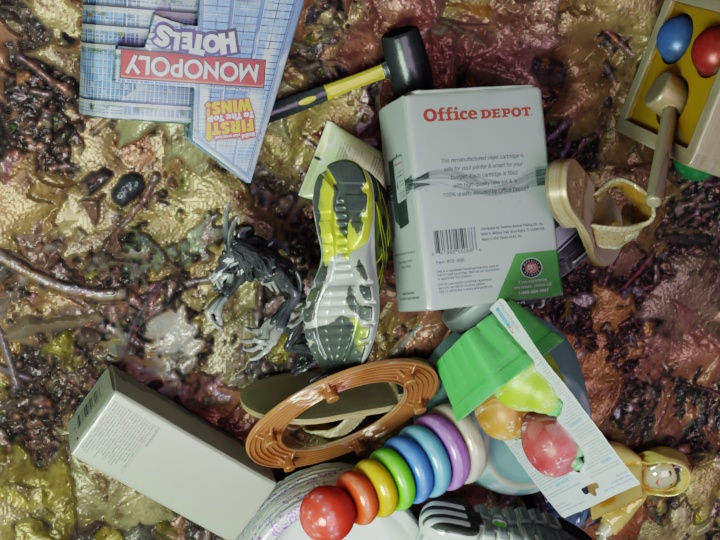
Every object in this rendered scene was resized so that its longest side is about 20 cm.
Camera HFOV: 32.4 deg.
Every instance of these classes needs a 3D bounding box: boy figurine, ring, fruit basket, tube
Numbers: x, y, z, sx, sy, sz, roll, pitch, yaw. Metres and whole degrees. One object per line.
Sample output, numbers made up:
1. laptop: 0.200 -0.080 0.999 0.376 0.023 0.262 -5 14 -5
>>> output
1. boy figurine: 0.280 0.251 1.400 0.198 0.064 0.126 -12 110 -11
2. ring: -0.015 0.145 1.195 0.198 0.019 0.201 -20 153 -10
3. fruit basket: 0.166 0.131 1.157 0.094 0.185 0.200 -39 82 -23
4. tube: 0.041 -0.076 1.226 0.198 0.059 0.052 21 141 -19

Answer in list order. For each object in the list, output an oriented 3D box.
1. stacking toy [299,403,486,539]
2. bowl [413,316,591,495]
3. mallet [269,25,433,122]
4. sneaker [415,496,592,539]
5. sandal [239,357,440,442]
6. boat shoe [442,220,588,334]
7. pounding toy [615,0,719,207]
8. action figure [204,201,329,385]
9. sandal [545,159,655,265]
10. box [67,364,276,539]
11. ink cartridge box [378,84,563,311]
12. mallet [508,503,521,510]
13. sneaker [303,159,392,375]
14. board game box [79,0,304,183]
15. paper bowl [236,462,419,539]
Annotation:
1. stacking toy: 0.025 0.203 1.206 0.199 0.085 0.086 -21 115 -32
2. bowl: 0.164 0.156 1.309 0.198 0.105 0.203 -5 110 -14
3. mallet: -0.023 -0.163 1.181 0.198 0.041 0.066 -28 111 -2
4. sneaker: 0.140 0.303 1.264 0.198 0.075 0.116 15 115 -9
5. sandal: -0.018 0.147 1.269 0.209 0.078 0.070 -9 126 -16
6. boat shoe: 0.176 0.007 1.278 0.199 0.072 0.071 -40 111 -3
7. pounding toy: 0.332 -0.162 1.205 0.141 0.184 0.202 15 104 -21
8. action figure: -0.091 0.034 1.185 0.102 0.119 0.200 -42 121 -6
9. sandal: 0.247 -0.055 1.193 0.211 0.069 0.079 27 65 -57
10. box: -0.187 0.183 1.232 0.199 0.068 0.082 36 96 -25
11. ink cartridge box: 0.103 -0.068 1.178 0.145 0.083 0.203 -5 89 -19
12. mallet: 0.113 0.321 1.345 0.066 0.041 0.200 36 117 -28
13. sneaker: 0.000 0.000 1.156 0.074 0.084 0.203 6 93 27
14. board game box: -0.148 -0.183 1.107 0.198 0.062 0.202 1 100 -17
15. paper bowl: -0.035 0.298 1.298 0.198 0.104 0.203 -6 111 -15
